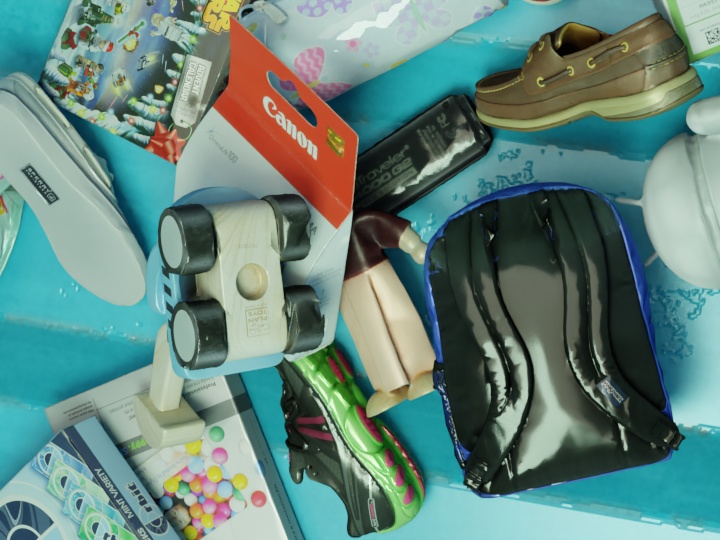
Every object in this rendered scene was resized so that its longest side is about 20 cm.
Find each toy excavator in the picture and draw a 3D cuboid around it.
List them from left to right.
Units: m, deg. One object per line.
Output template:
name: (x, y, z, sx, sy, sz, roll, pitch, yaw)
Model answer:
toy excavator: (-0.113, 0.037, 1.385, 0.099, 0.200, 0.196, -9, 97, -27)

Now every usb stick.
usb stick: (0.008, -0.061, 1.454, 0.199, 0.033, 0.056, -33, 79, 16)

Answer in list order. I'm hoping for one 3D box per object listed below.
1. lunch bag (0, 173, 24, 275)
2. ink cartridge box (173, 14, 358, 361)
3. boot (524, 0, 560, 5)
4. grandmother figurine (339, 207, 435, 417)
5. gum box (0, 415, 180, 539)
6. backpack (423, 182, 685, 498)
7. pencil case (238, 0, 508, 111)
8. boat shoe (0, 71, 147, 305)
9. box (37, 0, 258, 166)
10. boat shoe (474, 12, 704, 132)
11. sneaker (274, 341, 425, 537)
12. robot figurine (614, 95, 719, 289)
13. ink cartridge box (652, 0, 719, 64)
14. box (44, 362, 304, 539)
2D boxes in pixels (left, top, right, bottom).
lunch bag: (-0.373, -0.023, 1.519, 0.170, 0.122, 0.201, 26, 92, 14)
ink cartridge box: (-0.072, -0.057, 1.389, 0.160, 0.047, 0.201, 45, 145, 33)
boot: (0.119, -0.288, 1.345, 0.072, 0.144, 0.202, 3, 96, 15)
grandmother figurine: (0.000, 0.000, 1.414, 0.121, 0.061, 0.201, -26, 92, 23)
gum box: (-0.227, 0.239, 1.505, 0.200, 0.044, 0.170, -43, 78, 32)
backpack: (0.123, 0.040, 1.356, 0.161, 0.168, 0.201, -14, 94, 4)
pencil case: (0.008, -0.193, 1.415, 0.199, 0.083, 0.091, -24, 110, 15)
boat shoe: (-0.223, -0.065, 1.497, 0.072, 0.066, 0.200, -27, 109, 38)
box: (-0.152, -0.198, 1.482, 0.136, 0.040, 0.201, 26, 101, 11)
boat shoe: (0.152, -0.142, 1.348, 0.199, 0.072, 0.068, -2, 114, 52)
sneaker: (-0.033, 0.115, 1.458, 0.084, 0.077, 0.201, -35, 82, 18)
robot figurine: (0.281, -0.054, 1.335, 0.199, 0.113, 0.170, -17, 119, 17)
ink cartridge box: (0.205, -0.251, 1.296, 0.059, 0.104, 0.201, -22, 121, 8)
box: (-0.141, 0.172, 1.511, 0.155, 0.041, 0.201, -22, 90, 17)
